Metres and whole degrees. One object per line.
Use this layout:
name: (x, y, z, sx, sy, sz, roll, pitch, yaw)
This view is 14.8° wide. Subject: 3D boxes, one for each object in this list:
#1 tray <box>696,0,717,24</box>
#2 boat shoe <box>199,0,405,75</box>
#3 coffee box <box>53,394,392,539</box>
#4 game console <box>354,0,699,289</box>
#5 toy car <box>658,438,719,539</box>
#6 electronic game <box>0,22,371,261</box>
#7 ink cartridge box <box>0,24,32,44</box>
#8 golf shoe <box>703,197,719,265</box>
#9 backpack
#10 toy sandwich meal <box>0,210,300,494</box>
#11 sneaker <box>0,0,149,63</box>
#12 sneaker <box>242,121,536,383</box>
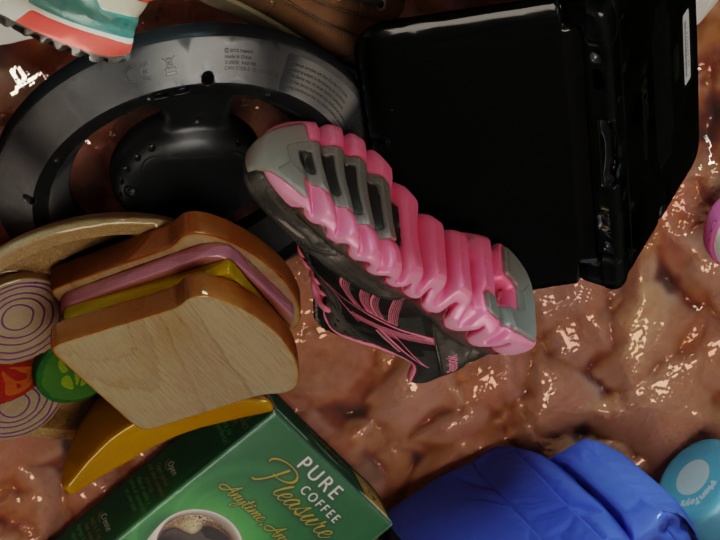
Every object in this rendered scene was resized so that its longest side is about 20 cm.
tray: (0.146, -0.212, 1.457, 0.200, 0.022, 0.107, 32, 106, -32)
boat shoe: (-0.059, -0.165, 1.386, 0.068, 0.072, 0.200, -49, 134, 12)
coffee box: (-0.094, 0.163, 1.580, 0.200, 0.044, 0.123, -41, 125, 7)
game console: (0.095, -0.092, 1.466, 0.176, 0.116, 0.200, -56, 151, -36)
toy car: (0.310, 0.176, 1.638, 0.177, 0.200, 0.184, -44, 124, 8)
electronic game: (-0.090, -0.054, 1.428, 0.200, 0.042, 0.200, -9, 142, -7)
ink cartridge box: (-0.181, -0.217, 1.260, 0.083, 0.145, 0.200, -14, 123, -10)
golf shoe: (0.297, -0.025, 1.581, 0.200, 0.092, 0.075, -9, 123, -13)
backpack: (0.128, 0.217, 1.621, 0.168, 0.163, 0.200, -26, 124, -8)
toy sandwich meal: (-0.125, 0.045, 1.449, 0.205, 0.070, 0.205, -9, 142, -7)
sneaker: (-0.170, -0.165, 1.177, 0.200, 0.070, 0.093, 24, 96, -21)
sneaker: (0.000, 0.000, 1.426, 0.095, 0.079, 0.200, -28, 131, 32)
